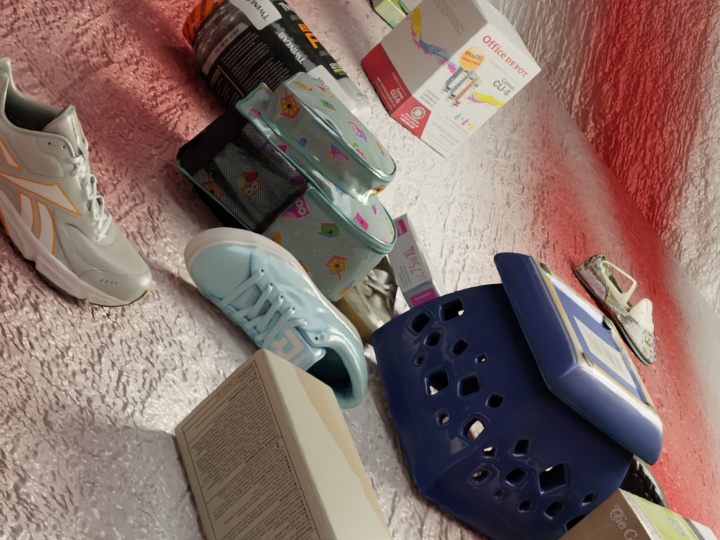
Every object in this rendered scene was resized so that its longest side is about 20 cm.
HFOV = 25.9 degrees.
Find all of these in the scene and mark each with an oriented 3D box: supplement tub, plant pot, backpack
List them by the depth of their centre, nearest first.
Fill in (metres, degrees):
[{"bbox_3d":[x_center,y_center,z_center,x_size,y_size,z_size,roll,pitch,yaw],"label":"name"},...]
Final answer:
[{"bbox_3d":[0.150,0.117,1.424,0.200,0.179,0.201,36,23,-38],"label":"plant pot"},{"bbox_3d":[-0.049,-0.077,1.436,0.201,0.153,0.176,52,11,-7],"label":"backpack"},{"bbox_3d":[-0.092,-0.206,1.659,0.200,0.122,0.122,50,17,7],"label":"supplement tub"}]

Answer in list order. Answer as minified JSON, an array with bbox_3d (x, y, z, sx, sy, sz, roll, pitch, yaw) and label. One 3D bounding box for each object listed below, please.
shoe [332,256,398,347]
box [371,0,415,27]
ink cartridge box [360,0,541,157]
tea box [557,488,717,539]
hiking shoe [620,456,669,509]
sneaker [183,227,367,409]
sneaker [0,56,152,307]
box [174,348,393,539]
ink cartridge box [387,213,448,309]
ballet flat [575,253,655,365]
[{"bbox_3d":[0.000,0.000,1.546,0.070,0.053,0.201,38,19,-31],"label":"shoe"},{"bbox_3d":[0.092,-0.443,2.810,0.200,0.036,0.145,38,19,-28],"label":"box"},{"bbox_3d":[0.134,-0.305,2.315,0.145,0.200,0.145,32,22,-42],"label":"ink cartridge box"},{"bbox_3d":[0.268,0.322,1.360,0.196,0.133,0.201,30,24,-49],"label":"tea box"},{"bbox_3d":[0.281,0.212,1.743,0.201,0.076,0.100,53,20,17],"label":"hiking shoe"},{"bbox_3d":[-0.060,0.042,1.268,0.200,0.074,0.082,37,16,-30],"label":"sneaker"},{"bbox_3d":[-0.210,-0.061,1.083,0.200,0.092,0.076,43,17,-16],"label":"sneaker"},{"bbox_3d":[-0.044,0.159,1.009,0.078,0.095,0.201,33,23,-41],"label":"box"},{"bbox_3d":[0.082,0.053,1.593,0.201,0.042,0.120,58,8,-35],"label":"ink cartridge box"},{"bbox_3d":[0.417,0.053,2.462,0.201,0.072,0.072,55,18,22],"label":"ballet flat"}]
